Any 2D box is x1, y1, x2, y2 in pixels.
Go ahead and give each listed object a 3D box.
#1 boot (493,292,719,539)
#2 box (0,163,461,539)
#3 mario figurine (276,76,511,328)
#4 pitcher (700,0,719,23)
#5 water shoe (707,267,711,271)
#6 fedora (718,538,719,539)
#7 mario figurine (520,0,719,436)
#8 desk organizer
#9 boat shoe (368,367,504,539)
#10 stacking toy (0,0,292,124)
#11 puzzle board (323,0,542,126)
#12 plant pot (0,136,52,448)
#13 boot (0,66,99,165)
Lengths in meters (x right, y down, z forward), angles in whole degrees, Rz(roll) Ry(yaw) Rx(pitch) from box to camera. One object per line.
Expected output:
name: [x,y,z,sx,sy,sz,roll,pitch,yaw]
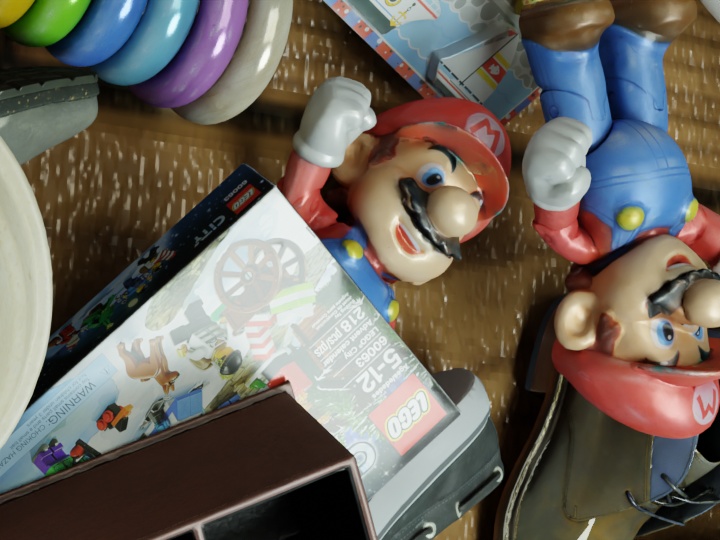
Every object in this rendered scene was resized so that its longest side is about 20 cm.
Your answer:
boot: [0.124,0.109,1.213,0.075,0.097,0.200,16,79,-50]
box: [-0.075,0.074,1.031,0.200,0.038,0.137,-43,118,-5]
mario figurine: [0.000,0.000,1.103,0.200,0.106,0.123,-48,153,-23]
pitcher: [0.212,-0.203,1.291,0.200,0.121,0.172,30,73,-26]
water shoe: [0.197,0.061,1.299,0.200,0.071,0.079,31,69,-37]
fedora: [0.183,0.212,1.279,0.201,0.082,0.201,5,83,-46]
mario figurine: [0.134,-0.026,1.133,0.123,0.106,0.200,-10,93,-2]
desk organizer: [-0.096,0.120,0.971,0.200,0.077,0.072,-21,114,-16]
boat shoe: [-0.001,0.118,1.129,0.200,0.069,0.057,-41,115,-37]
stacking toy: [-0.127,-0.122,1.018,0.200,0.085,0.085,16,79,-36]
puzzle board: [0.060,-0.150,1.138,0.151,0.017,0.200,-42,137,7]
plant pot: [-0.194,0.032,0.830,0.200,0.183,0.201,-3,105,-10]
boot: [-0.177,0.005,0.987,0.200,0.068,0.131,-26,111,-31]
